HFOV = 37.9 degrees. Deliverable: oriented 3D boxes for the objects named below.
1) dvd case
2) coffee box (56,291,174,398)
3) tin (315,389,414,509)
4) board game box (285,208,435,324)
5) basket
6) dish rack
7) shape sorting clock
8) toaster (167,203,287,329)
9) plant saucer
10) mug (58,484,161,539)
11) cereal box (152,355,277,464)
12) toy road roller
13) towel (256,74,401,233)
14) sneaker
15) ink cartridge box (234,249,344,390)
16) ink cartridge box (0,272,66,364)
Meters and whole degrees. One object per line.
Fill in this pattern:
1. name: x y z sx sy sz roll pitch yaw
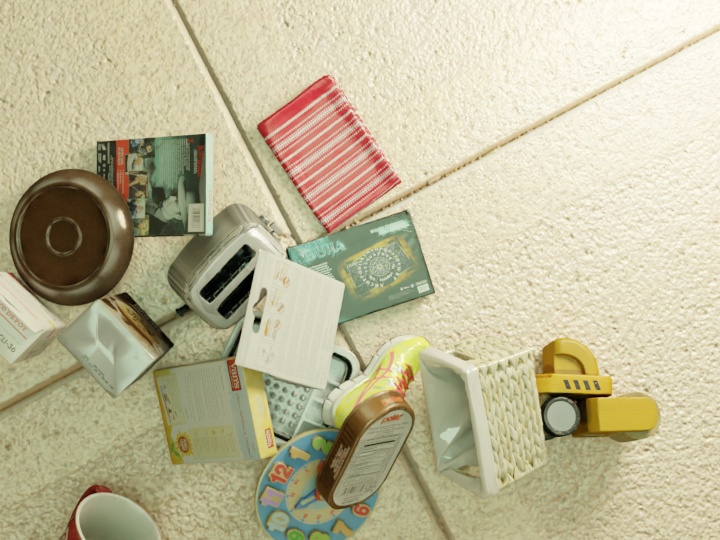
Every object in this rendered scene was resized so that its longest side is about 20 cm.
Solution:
1. dvd case: -0.301 -0.121 1.520 0.198 0.022 0.147 -1 89 28
2. coffee box: -0.338 0.100 1.472 0.080 0.200 0.113 -43 94 -1
3. tin: 0.008 0.256 1.476 0.042 0.111 0.201 43 122 34
4. board game box: 0.000 0.000 1.588 0.198 0.028 0.136 -17 90 -4
5. basket: 0.180 0.204 1.525 0.123 0.135 0.202 -17 106 -25
6. dish rack: -0.117 0.169 1.569 0.199 0.044 0.173 24 88 -4
7. shape sorting clock: -0.060 0.326 1.545 0.198 0.039 0.202 -5 107 -17
8. toaster: -0.195 0.001 1.510 0.200 0.129 0.114 -45 113 -5
9. plant saucer: -0.427 -0.049 1.526 0.198 0.032 0.202 0 89 11
10. mug: -0.384 0.422 1.492 0.133 0.178 0.200 35 111 -8
11. cereal box: -0.210 0.201 1.499 0.039 0.199 0.145 -11 90 -50
12. toy road roller: 0.340 0.180 1.572 0.198 0.123 0.147 2 77 -5
13. towel: -0.048 -0.179 1.591 0.144 0.022 0.201 -35 92 -4
14. sneaker: 0.042 0.176 1.536 0.200 0.090 0.079 -41 133 -22
15. ink cartridge box: -0.107 0.071 1.465 0.047 0.199 0.162 4 78 37
16. ink cartridge box: -0.490 0.064 1.459 0.116 0.200 0.068 44 86 -3
